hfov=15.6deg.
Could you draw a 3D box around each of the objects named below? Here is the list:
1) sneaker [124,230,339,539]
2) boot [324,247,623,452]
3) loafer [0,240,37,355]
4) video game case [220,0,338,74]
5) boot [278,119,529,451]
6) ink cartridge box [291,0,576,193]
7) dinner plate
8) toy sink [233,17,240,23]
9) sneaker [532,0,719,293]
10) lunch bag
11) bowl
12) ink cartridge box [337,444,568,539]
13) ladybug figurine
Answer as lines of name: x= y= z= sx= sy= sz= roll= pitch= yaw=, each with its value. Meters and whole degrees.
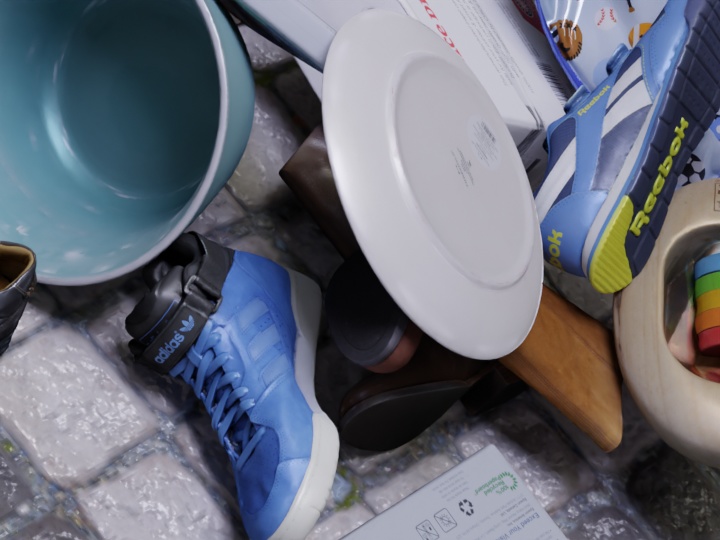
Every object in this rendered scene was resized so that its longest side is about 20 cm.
sneaker: x=-0.076 y=0.060 z=1.405 sx=0.111 sy=0.077 sz=0.200 roll=25 pitch=39 yaw=-25
boot: x=0.069 y=0.041 z=1.470 sx=0.200 sy=0.068 sz=0.188 roll=44 pitch=21 yaw=-23
loafer: x=-0.255 y=0.014 z=1.319 sx=0.200 sy=0.072 sz=0.073 roll=-10 pitch=62 yaw=-41
video game case: x=-0.099 y=-0.181 z=1.447 sx=0.200 sy=0.023 sz=0.182 roll=37 pitch=1 yaw=-23
boot: x=0.000 y=0.000 z=1.525 sx=0.186 sy=0.064 sz=0.200 roll=-10 pitch=63 yaw=-56
ink cartridge box: x=0.054 y=-0.119 z=1.616 sx=0.200 sy=0.085 sz=0.146 roll=7 pitch=47 yaw=-59
dinner plate: x=0.048 y=-0.050 z=1.411 sx=0.200 sy=0.024 sz=0.201 roll=37 pitch=42 yaw=-43
toy sink: x=-0.021 y=-0.259 z=1.627 sx=0.200 sy=0.112 sz=0.131 roll=-24 pitch=75 yaw=-4
sneaker: x=0.153 y=-0.088 z=1.537 sx=0.200 sy=0.082 sz=0.074 roll=-61 pitch=145 yaw=-13
lunch bag: x=0.187 y=-0.160 z=1.660 sx=0.200 sy=0.124 sz=0.170 roll=46 pitch=19 yaw=-3
bowl: x=-0.136 y=-0.095 z=1.435 sx=0.201 sy=0.201 sz=0.105 roll=52 pitch=23 yaw=14
ink cartridge box: x=0.067 y=0.212 z=1.407 sx=0.199 sy=0.041 sz=0.200 roll=-26 pitch=72 yaw=-47
ladybug figurine: x=0.215 y=0.034 z=1.546 sx=0.135 sy=0.072 sz=0.200 roll=6 pitch=55 yaw=5
